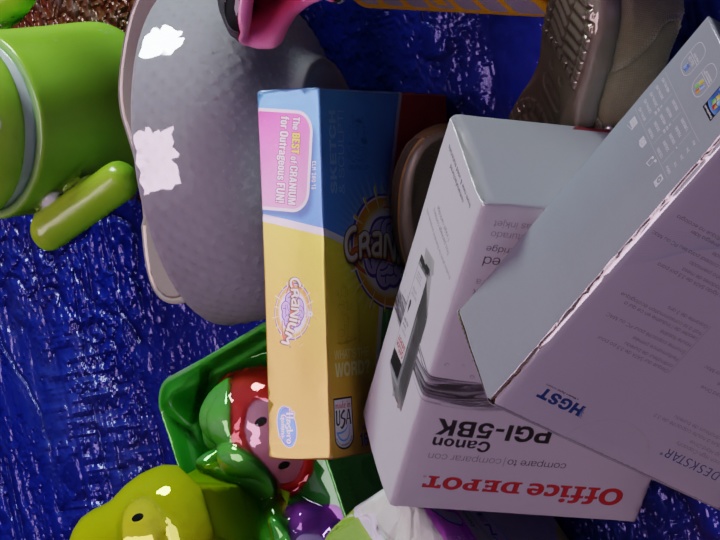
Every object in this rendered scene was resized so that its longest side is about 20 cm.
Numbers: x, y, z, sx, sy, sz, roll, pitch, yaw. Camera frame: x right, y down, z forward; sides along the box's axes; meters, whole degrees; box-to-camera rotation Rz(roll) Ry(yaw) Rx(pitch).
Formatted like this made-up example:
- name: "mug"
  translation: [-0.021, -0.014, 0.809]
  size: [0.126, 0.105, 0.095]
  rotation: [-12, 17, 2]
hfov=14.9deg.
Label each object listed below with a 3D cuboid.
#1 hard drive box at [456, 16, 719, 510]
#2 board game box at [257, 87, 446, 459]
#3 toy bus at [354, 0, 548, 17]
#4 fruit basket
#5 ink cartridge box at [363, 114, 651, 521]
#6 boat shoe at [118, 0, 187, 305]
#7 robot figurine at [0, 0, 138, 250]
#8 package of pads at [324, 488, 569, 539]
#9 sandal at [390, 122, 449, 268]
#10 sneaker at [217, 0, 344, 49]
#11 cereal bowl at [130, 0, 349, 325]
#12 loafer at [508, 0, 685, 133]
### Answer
- name: "hard drive box"
  translation: [0.170, 0.001, 1.323]
  size: [0.200, 0.156, 0.077]
  rotation: [-50, 32, 23]
- name: "board game box"
  translation: [0.000, 0.000, 1.537]
  size: [0.040, 0.153, 0.201]
  rotation: [-2, 91, 29]
- name: "toy bus"
  translation: [0.061, -0.181, 1.497]
  size: [0.200, 0.078, 0.065]
  rotation: [9, 67, 46]
- name: "fruit basket"
  translation: [-0.070, 0.146, 1.622]
  size: [0.155, 0.215, 0.216]
  rotation: [-30, 76, 46]
- name: "ink cartridge box"
  translation: [0.097, 0.029, 1.430]
  size: [0.083, 0.146, 0.200]
  rotation: [-106, 25, -52]
- name: "boat shoe"
  translation: [-0.103, -0.078, 1.667]
  size: [0.067, 0.057, 0.201]
  rotation: [-3, 91, 42]
- name: "robot figurine"
  translation: [-0.205, -0.094, 1.721]
  size: [0.116, 0.200, 0.176]
  rotation: [-46, 64, 42]
- name: "package of pads"
  translation: [0.088, 0.203, 1.494]
  size: [0.068, 0.154, 0.200]
  rotation: [-43, 68, 21]
- name: "sandal"
  translation: [0.068, 0.015, 1.534]
  size: [0.054, 0.080, 0.201]
  rotation: [14, 114, 56]
- name: "sneaker"
  translation: [-0.005, -0.187, 1.453]
  size: [0.200, 0.079, 0.096]
  rotation: [-35, 50, 30]
- name: "cereal bowl"
  translation: [-0.054, -0.071, 1.584]
  size: [0.083, 0.200, 0.201]
  rotation: [-7, 93, 22]
- name: "loafer"
  translation: [0.126, -0.083, 1.453]
  size: [0.200, 0.068, 0.076]
  rotation: [104, 155, -53]
